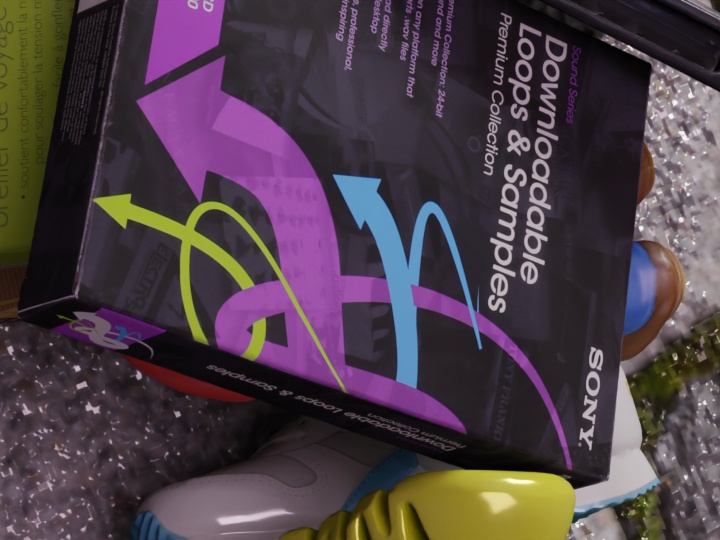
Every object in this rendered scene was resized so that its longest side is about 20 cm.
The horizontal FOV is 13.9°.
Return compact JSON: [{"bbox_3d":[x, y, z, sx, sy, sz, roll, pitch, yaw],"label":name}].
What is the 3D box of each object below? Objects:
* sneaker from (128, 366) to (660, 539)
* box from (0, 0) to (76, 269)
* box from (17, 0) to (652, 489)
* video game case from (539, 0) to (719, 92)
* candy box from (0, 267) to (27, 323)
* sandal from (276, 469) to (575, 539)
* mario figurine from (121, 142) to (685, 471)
[{"bbox_3d":[0.006,0.063,1.021,0.199,0.076,0.081,-11,79,-32],"label":"sneaker"},{"bbox_3d":[-0.153,-0.059,0.916,0.048,0.199,0.123,17,71,-68],"label":"box"},{"bbox_3d":[0.000,-0.027,0.882,0.199,0.036,0.144,21,68,-34],"label":"box"},{"bbox_3d":[0.051,-0.110,0.991,0.180,0.200,0.026,25,98,-21],"label":"video game case"},{"bbox_3d":[-0.058,-0.044,1.006,0.199,0.055,0.116,-3,87,-26],"label":"candy box"},{"bbox_3d":[-0.011,0.127,0.929,0.079,0.200,0.088,10,65,-38],"label":"sandal"},{"bbox_3d":[0.000,0.000,0.970,0.199,0.106,0.124,-6,42,-31],"label":"mario figurine"}]
